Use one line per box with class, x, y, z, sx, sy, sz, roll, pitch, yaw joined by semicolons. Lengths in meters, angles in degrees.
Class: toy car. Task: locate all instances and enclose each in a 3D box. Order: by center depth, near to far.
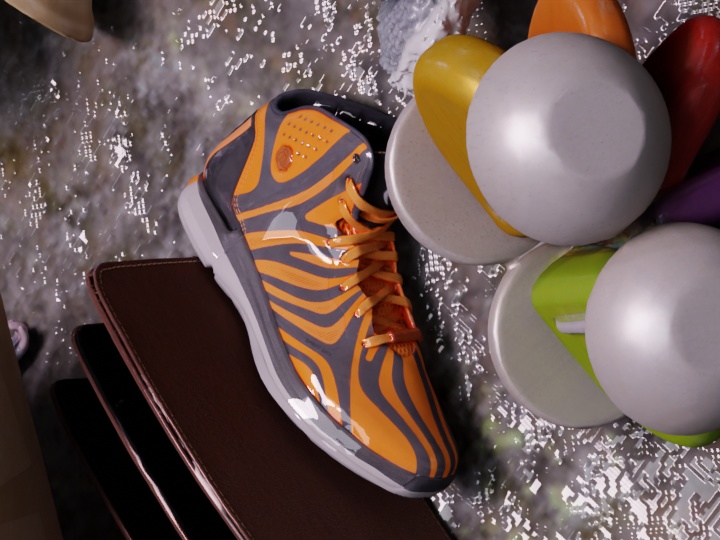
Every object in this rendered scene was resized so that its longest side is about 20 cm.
toy car;0.115;-0.029;1.132;0.200;0.150;0.175;57;164;-7

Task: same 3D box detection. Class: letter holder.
letter holder;-0.064;0.101;1.255;0.101;0.142;0.200;-44;69;27

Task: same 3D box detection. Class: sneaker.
sneaker;0.000;0.000;1.247;0.112;0.077;0.200;-47;67;27

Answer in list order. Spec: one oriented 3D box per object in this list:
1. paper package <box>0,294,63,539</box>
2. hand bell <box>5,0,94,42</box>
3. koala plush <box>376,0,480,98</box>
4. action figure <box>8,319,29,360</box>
paper package;-0.238;0.115;1.244;0.190;0.103;0.201;-13;94;31
hand bell;-0.114;-0.221;1.328;0.104;0.104;0.200;43;100;25
koala plush;0.043;-0.187;1.169;0.200;0.183;0.178;-42;69;40
action figure;-0.253;0.067;1.388;0.149;0.134;0.200;-40;67;29
